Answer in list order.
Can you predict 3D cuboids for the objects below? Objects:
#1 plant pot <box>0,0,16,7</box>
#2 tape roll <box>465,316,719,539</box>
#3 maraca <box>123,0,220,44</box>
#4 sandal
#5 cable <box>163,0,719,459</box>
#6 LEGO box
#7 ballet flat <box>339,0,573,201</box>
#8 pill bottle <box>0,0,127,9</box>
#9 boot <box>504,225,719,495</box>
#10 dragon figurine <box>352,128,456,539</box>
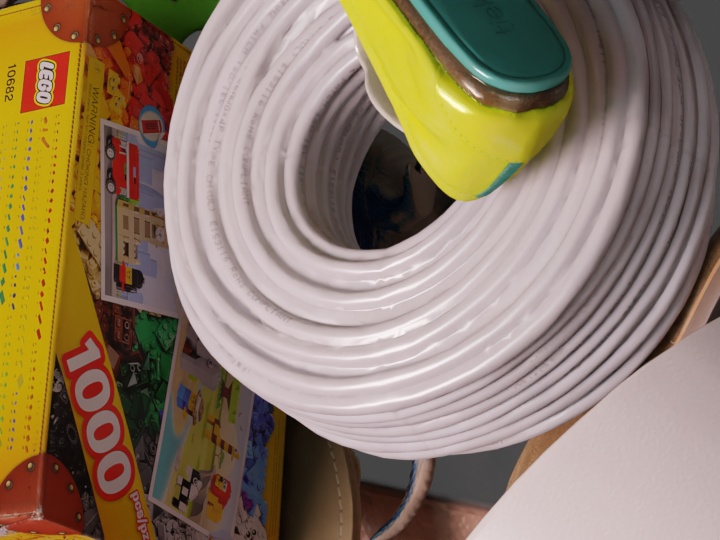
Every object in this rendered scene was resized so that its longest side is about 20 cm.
[{"bbox_3d":[-0.166,-0.189,0.925,0.134,0.201,0.200,43,133,-5],"label":"plant pot"},{"bbox_3d":[0.125,0.125,0.674,0.139,0.202,0.204,46,128,28],"label":"tape roll"},{"bbox_3d":[-0.055,-0.175,0.840,0.136,0.107,0.201,29,112,-4],"label":"maraca"},{"bbox_3d":[-0.025,0.076,0.920,0.077,0.070,0.213,-24,60,23],"label":"sandal"},{"bbox_3d":[0.024,-0.038,0.759,0.199,0.069,0.202,2,73,35],"label":"cable"},{"bbox_3d":[-0.096,0.017,0.852,0.077,0.149,0.202,-9,68,30],"label":"LEGO box"},{"bbox_3d":[0.005,-0.105,0.719,0.201,0.066,0.067,63,151,30],"label":"ballet flat"},{"bbox_3d":[-0.179,-0.053,0.941,0.112,0.199,0.113,12,108,43],"label":"pill bottle"},{"bbox_3d":[0.098,0.050,0.783,0.076,0.073,0.201,51,133,37],"label":"boot"},{"bbox_3d":[0.000,0.000,0.871,0.099,0.059,0.202,7,100,47],"label":"dragon figurine"}]
